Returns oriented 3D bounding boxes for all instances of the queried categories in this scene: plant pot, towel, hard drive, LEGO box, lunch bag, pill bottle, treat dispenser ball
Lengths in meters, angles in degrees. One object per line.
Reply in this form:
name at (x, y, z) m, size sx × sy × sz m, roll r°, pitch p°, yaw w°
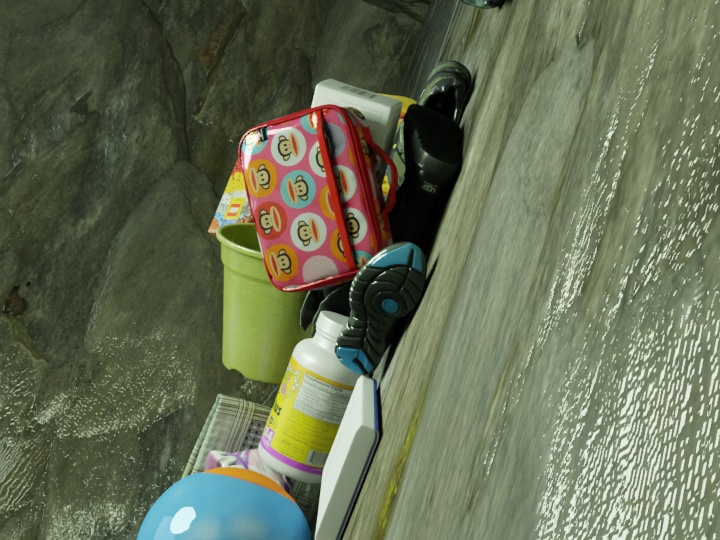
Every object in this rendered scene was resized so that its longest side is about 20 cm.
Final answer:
plant pot at (-0.115, 0.050, 1.635) m, size 0.201 × 0.197 × 0.187 m, roll -84°, pitch 5°, yaw -78°
towel at (-0.142, 0.281, 1.577) m, size 0.203 × 0.190 × 0.034 m, roll -67°, pitch 27°, yaw 5°
hard drive at (-0.013, 0.201, 1.279) m, size 0.200 × 0.025 × 0.134 m, roll -88°, pitch 19°, yaw -81°
LEGO box at (-0.117, -0.074, 1.798) m, size 0.076 × 0.200 × 0.151 m, roll 3°, pitch 64°, yaw 41°
lunch bag at (-0.038, -0.084, 1.358) m, size 0.082 × 0.173 × 0.204 m, roll -14°, pitch -90°, yaw -70°
pill bottle at (-0.052, 0.158, 1.501) m, size 0.104 × 0.103 × 0.203 m, roll -93°, pitch 24°, yaw -82°
treat dispenser ball at (-0.148, 0.317, 1.291) m, size 0.201 × 0.198 × 0.204 m, roll -159°, pitch 90°, yaw -87°

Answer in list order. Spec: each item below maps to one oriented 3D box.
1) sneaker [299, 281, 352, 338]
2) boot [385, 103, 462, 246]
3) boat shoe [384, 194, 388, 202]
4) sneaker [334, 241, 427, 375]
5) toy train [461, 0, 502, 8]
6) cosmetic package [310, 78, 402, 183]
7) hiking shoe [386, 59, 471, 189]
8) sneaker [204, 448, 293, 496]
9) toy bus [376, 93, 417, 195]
sneaker at (0.002, 0.001, 1.548) m, size 0.198 × 0.060 × 0.105 m, roll -32°, pitch -46°, yaw -23°
boot at (0.059, -0.097, 1.440) m, size 0.201 × 0.075 × 0.170 m, roll -89°, pitch 23°, yaw -63°
boat shoe at (-0.006, -0.052, 1.581) m, size 0.198 × 0.062 × 0.073 m, roll -17°, pitch -22°, yaw -45°
sneaker at (0.025, 0.027, 1.320) m, size 0.082 × 0.073 × 0.201 m, roll -60°, pitch -1°, yaw -44°
toy train at (0.167, -0.394, 1.511) m, size 0.200 × 0.084 × 0.116 m, roll -95°, pitch 14°, yaw -78°
cosmetic package at (-0.023, -0.118, 1.433) m, size 0.074 × 0.100 × 0.203 m, roll -43°, pitch -30°, yaw -70°
hiking shoe at (0.082, -0.179, 1.572) m, size 0.101 × 0.075 × 0.202 m, roll -69°, pitch 1°, yaw -66°
sneaker at (-0.114, 0.291, 1.487) m, size 0.200 × 0.087 × 0.082 m, roll 44°, pitch 132°, yaw 38°
toy bus at (0.034, -0.126, 1.729) m, size 0.201 × 0.134 × 0.194 m, roll 117°, pitch 160°, yaw -44°
